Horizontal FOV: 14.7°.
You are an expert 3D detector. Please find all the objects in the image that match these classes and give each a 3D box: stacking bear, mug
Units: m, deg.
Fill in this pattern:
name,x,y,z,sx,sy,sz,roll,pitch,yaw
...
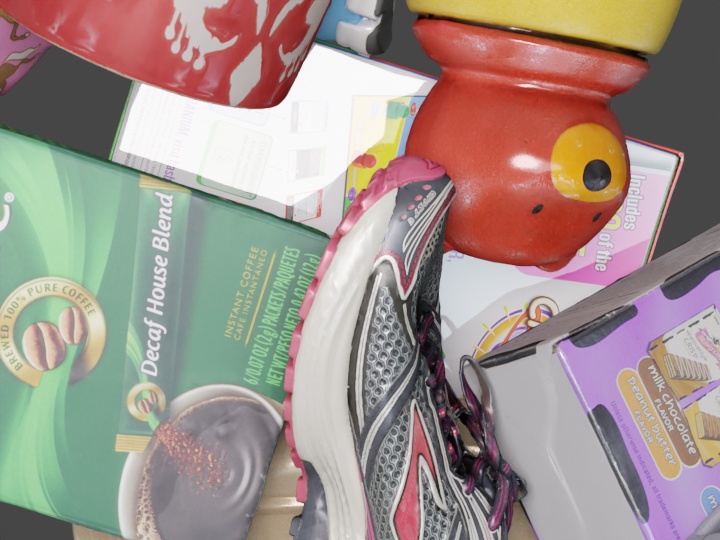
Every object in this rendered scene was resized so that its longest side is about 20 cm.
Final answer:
name,x,y,z,sx,sy,sz,roll,pitch,yaw
stacking bear,0.065,-0.100,0.949,0.121,0.113,0.201,8,94,-42
mug,-0.053,-0.166,0.877,0.133,0.177,0.201,36,111,39

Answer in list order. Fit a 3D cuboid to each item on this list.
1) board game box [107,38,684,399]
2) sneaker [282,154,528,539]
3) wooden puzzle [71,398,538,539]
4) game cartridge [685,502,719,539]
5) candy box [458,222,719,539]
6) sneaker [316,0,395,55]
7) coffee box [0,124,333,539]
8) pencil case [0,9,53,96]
name,x,y,z,sx,sy,sz,roll,pitch,yaw
board game box,0.000,0.000,1.018,0.199,0.040,0.154,18,93,-2
sneaker,0.019,0.060,0.923,0.074,0.081,0.201,6,108,15
wooden puzzle,-0.006,0.145,1.012,0.184,0.037,0.201,-2,104,5
game cartridge,0.189,0.098,0.919,0.200,0.040,0.134,-42,105,-27
candy box,0.159,0.063,0.970,0.199,0.071,0.169,-27,93,-29
sneaker,-0.022,-0.180,0.984,0.086,0.075,0.201,6,81,4
coffee box,-0.118,0.015,0.937,0.199,0.044,0.124,19,93,-11
pencil case,-0.182,-0.054,0.986,0.083,0.087,0.200,42,89,-23
